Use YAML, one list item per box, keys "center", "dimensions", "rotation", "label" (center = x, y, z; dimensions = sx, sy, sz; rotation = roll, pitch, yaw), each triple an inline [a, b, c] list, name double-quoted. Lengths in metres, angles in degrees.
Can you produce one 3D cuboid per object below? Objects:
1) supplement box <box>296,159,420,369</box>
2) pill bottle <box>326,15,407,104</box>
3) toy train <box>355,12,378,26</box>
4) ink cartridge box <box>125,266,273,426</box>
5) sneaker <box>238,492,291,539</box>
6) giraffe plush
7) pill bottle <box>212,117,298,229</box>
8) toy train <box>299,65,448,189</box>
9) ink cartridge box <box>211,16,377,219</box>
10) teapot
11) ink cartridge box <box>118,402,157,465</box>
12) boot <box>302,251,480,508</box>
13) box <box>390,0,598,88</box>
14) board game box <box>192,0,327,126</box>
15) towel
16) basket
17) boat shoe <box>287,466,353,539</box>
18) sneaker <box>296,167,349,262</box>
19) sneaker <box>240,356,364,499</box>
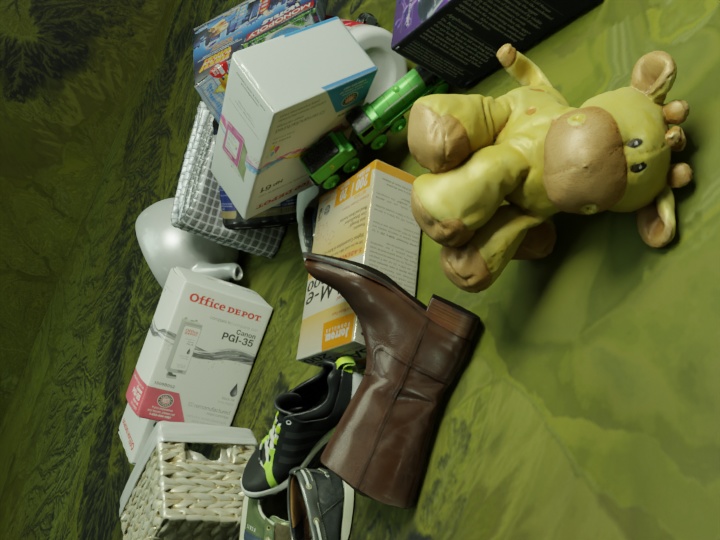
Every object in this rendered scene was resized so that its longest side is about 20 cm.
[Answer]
- center: [0.000, 0.000, 0.824]
  dimensions: [0.125, 0.073, 0.204]
  rotation: [-25, 53, 53]
  label: "supplement box"
- center: [-0.036, -0.269, 0.977]
  dimensions: [0.199, 0.111, 0.114]
  rotation: [35, 103, 50]
  label: "pill bottle"
- center: [-0.033, -0.277, 1.088]
  dimensions: [0.202, 0.034, 0.046]
  rotation: [-60, 27, 19]
  label: "toy train"
- center: [-0.232, 0.115, 1.085]
  dimensions: [0.083, 0.145, 0.203]
  rotation: [26, 96, 60]
  label: "ink cartridge box"
- center: [-0.093, 0.302, 0.811]
  dimensions: [0.090, 0.066, 0.202]
  rotation: [-55, 29, 36]
  label: "sneaker"
- center: [0.153, -0.078, 0.560]
  dimensions: [0.200, 0.174, 0.161]
  rotation: [-44, 31, -25]
  label: "giraffe plush"
- center: [-0.143, -0.162, 1.029]
  dimensions: [0.111, 0.110, 0.204]
  rotation: [13, 109, 61]
  label: "pill bottle"
- center: [0.016, -0.166, 0.840]
  dimensions: [0.199, 0.056, 0.042]
  rotation: [-39, 67, 6]
  label: "toy train"
- center: [-0.081, -0.166, 0.851]
  dimensions: [0.085, 0.143, 0.201]
  rotation: [53, 150, 13]
  label: "ink cartridge box"
- center: [-0.268, -0.046, 1.248]
  dimensions: [0.144, 0.202, 0.197]
  rotation: [-29, -4, 0]
  label: "teapot"
- center: [-0.322, 0.207, 1.253]
  dimensions: [0.146, 0.083, 0.203]
  rotation: [28, 98, 61]
  label: "ink cartridge box"
- center: [-0.005, 0.102, 0.697]
  dimensions: [0.203, 0.184, 0.064]
  rotation: [-68, -15, 6]
  label: "boot"
- center: [0.132, -0.300, 0.742]
  dimensions: [0.199, 0.103, 0.151]
  rotation: [-25, 52, 53]
  label: "box"
- center: [-0.123, -0.263, 0.897]
  dimensions: [0.197, 0.062, 0.202]
  rotation: [-20, 38, 18]
  label: "board game box"
- center: [-0.178, -0.137, 1.123]
  dimensions: [0.085, 0.163, 0.204]
  rotation: [6, 80, 57]
  label: "towel"
- center: [-0.217, 0.300, 0.946]
  dimensions: [0.201, 0.133, 0.125]
  rotation: [-58, 33, 36]
  label: "basket"
- center: [-0.052, 0.300, 0.749]
  dimensions: [0.071, 0.067, 0.204]
  rotation: [-27, 52, 49]
  label: "boat shoe"
- center: [-0.049, -0.069, 0.974]
  dimensions: [0.088, 0.073, 0.202]
  rotation: [121, 158, -44]
  label: "sneaker"
- center: [-0.071, 0.159, 0.801]
  dimensions: [0.200, 0.083, 0.072]
  rotation: [-44, 34, 13]
  label: "sneaker"
